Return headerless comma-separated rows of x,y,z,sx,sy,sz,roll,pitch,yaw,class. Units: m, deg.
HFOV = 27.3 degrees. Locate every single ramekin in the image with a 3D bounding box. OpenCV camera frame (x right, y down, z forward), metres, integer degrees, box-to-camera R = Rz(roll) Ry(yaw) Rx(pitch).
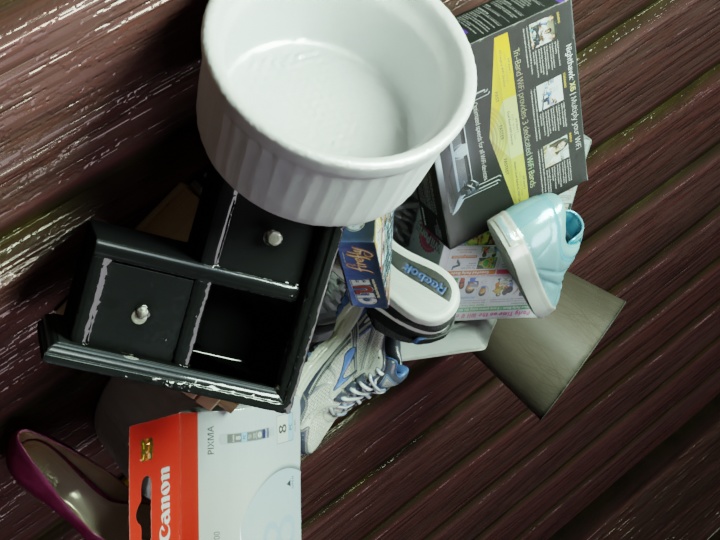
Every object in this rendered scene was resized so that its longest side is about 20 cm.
-0.160,0.130,1.431,0.200,0.098,0.201,-38,156,-20,ramekin
-0.025,-0.129,1.083,0.200,0.201,0.098,-31,161,-32,ramekin

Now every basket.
0.178,0.044,1.715,0.180,0.200,0.136,-49,171,-28,basket

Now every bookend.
-0.128,-0.013,1.154,0.198,0.092,0.201,15,99,-18,bookend

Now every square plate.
0.040,0.068,1.570,0.197,0.029,0.200,-6,-174,9,square plate

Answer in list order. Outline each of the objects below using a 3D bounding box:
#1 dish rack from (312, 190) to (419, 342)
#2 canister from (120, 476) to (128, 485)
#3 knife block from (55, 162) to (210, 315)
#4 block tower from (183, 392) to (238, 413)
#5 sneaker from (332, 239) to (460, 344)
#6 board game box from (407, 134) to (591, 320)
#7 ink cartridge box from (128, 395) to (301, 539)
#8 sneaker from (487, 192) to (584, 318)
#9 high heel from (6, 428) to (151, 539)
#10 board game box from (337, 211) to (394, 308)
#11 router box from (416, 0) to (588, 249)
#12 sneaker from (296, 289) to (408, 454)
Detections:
0.014,-0.029,1.480,0.171,0.044,0.200,-12,131,-41,dish rack
-0.200,0.274,1.626,0.148,0.087,0.200,-40,156,-15,canister
-0.144,-0.027,1.235,0.200,0.064,0.176,-25,149,-40,knife block
-0.094,0.042,1.338,0.058,0.054,0.200,-46,-168,45,block tower
0.000,0.000,1.366,0.073,0.200,0.112,-45,165,-20,sneaker
0.130,-0.050,1.467,0.147,0.064,0.201,-1,118,-31,board game box
-0.125,0.200,1.313,0.200,0.047,0.161,-8,99,-58,ink cartridge box
0.178,-0.014,1.388,0.082,0.074,0.200,-29,160,3,sneaker
-0.227,0.205,1.323,0.067,0.200,0.096,-53,170,-28,high heel
0.007,-0.086,1.267,0.034,0.201,0.136,0,155,7,board game box
0.119,-0.138,1.325,0.157,0.052,0.200,-26,130,-17,router box
-0.003,0.096,1.433,0.200,0.085,0.077,-62,161,3,sneaker
